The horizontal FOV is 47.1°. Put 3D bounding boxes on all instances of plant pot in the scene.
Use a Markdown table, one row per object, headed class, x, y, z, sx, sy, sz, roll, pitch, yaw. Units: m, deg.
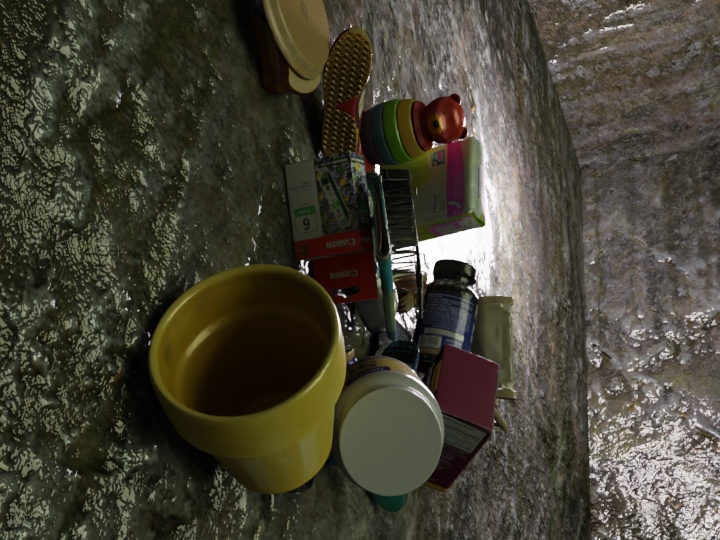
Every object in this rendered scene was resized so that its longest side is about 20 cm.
| class | x | y | z | sx | sy | sz | roll | pitch | yaw |
| --- | --- | --- | --- | --- | --- | --- | --- | --- | --- |
| plant pot | -0.104 | 0.131 | 0.880 | 0.191 | 0.195 | 0.204 | 78 | 20 | -45 |

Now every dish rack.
| class | x | y | z | sx | sy | sz | roll | pitch | yaw |
| --- | --- | --- | --- | --- | --- | --- | --- | --- | --- |
| dish rack | 0.064 | -0.035 | 1.216 | 0.155 | 0.053 | 0.204 | 80 | 4 | -58 |

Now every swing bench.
| class | x | y | z | sx | sy | sz | roll | pitch | yaw |
| --- | --- | --- | --- | --- | --- | --- | --- | --- | --- |
| swing bench | 0.230 | 0.182 | 1.605 | 0.201 | 0.126 | 0.203 | 82 | 11 | -61 |

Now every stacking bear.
| class | x | y | z | sx | sy | sz | roll | pitch | yaw |
| --- | --- | --- | --- | --- | --- | --- | --- | --- | --- |
| stacking bear | 0.081 | -0.238 | 1.384 | 0.113 | 0.196 | 0.125 | -27 | 106 | -64 |

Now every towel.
| class | x | y | z | sx | sy | sz | roll | pitch | yaw |
| --- | --- | --- | --- | --- | --- | --- | --- | --- | --- |
| towel | 0.031 | -0.014 | 1.159 | 0.202 | 0.021 | 0.149 | 83 | 1 | -54 |

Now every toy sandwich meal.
| class | x | y | z | sx | sy | sz | roll | pitch | yaw |
| --- | --- | --- | --- | --- | --- | --- | --- | --- | --- |
| toy sandwich meal | -0.107 | -0.351 | 1.166 | 0.205 | 0.069 | 0.210 | 42 | 42 | -55 |

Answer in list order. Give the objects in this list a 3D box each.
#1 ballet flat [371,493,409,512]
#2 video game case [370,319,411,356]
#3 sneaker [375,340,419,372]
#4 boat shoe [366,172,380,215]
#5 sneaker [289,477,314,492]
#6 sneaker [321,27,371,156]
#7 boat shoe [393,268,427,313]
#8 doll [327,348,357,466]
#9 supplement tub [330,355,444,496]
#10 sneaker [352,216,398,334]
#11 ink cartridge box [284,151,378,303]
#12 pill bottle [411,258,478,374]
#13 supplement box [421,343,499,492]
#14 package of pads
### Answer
| class | x | y | z | sx | sy | sz | roll | pitch | yaw |
| --- | --- | --- | --- | --- | --- | --- | --- | --- | --- |
| ballet flat | 0.029 | 0.283 | 1.265 | 0.075 | 0.073 | 0.203 | -68 | 144 | -48 |
| video game case | 0.051 | 0.178 | 1.406 | 0.143 | 0.019 | 0.204 | 47 | 40 | -53 |
| sneaker | 0.058 | 0.193 | 1.308 | 0.202 | 0.073 | 0.088 | -76 | 159 | -55 |
| boat shoe | -0.005 | -0.117 | 1.278 | 0.202 | 0.072 | 0.066 | -104 | -157 | -74 |
| sneaker | -0.080 | 0.187 | 1.046 | 0.098 | 0.069 | 0.205 | 59 | 28 | -54 |
| sneaker | -0.026 | -0.273 | 1.270 | 0.090 | 0.073 | 0.204 | -94 | -166 | -67 |
| boat shoe | 0.073 | 0.037 | 1.436 | 0.199 | 0.074 | 0.076 | 4 | 82 | -65 |
| doll | -0.007 | 0.222 | 1.164 | 0.135 | 0.048 | 0.204 | -25 | 93 | -26 |
| supplement tub | 0.028 | 0.192 | 1.039 | 0.200 | 0.142 | 0.149 | -159 | -121 | -86 |
| sneaker | 0.000 | 0.000 | 1.297 | 0.086 | 0.076 | 0.205 | 17 | 58 | -57 |
| ink cartridge box | -0.040 | -0.056 | 1.164 | 0.050 | 0.107 | 0.206 | -1 | 84 | -65 |
| pill bottle | 0.159 | 0.089 | 1.527 | 0.112 | 0.109 | 0.205 | 41 | 57 | -55 |
| supplement box | 0.134 | 0.238 | 1.311 | 0.132 | 0.101 | 0.202 | -73 | -175 | -45 |
| package of pads | 0.124 | -0.132 | 1.448 | 0.068 | 0.196 | 0.158 | 32 | 54 | -50 |
